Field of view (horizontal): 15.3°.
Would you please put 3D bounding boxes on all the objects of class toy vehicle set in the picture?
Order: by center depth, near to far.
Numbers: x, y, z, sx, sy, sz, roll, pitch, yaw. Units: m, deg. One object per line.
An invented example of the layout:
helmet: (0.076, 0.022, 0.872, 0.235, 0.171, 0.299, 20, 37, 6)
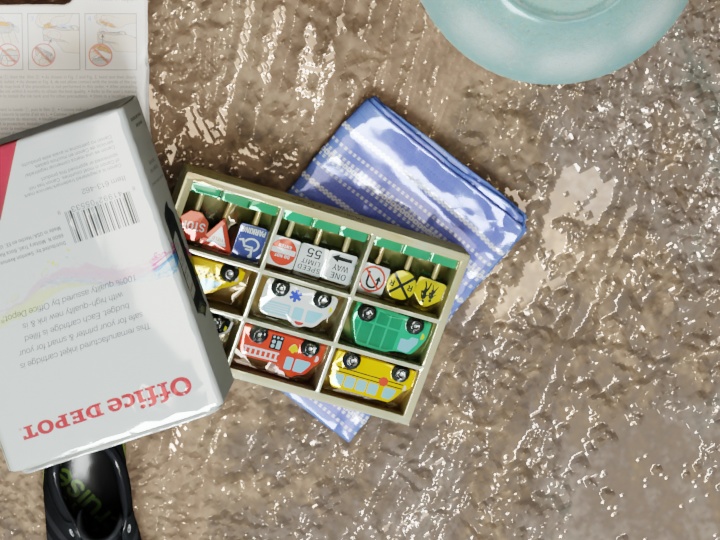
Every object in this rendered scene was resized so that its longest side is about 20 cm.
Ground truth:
toy vehicle set: (-0.042, 0.016, 1.763, 0.200, 0.027, 0.124, 16, 102, -14)

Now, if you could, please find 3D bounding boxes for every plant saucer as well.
plant saucer: (0.132, -0.218, 1.750, 0.201, 0.039, 0.201, -1, 104, -5)

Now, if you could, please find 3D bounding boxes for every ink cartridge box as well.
ink cartridge box: (-0.181, 0.009, 1.689, 0.146, 0.083, 0.200, -17, 98, 5)
ink cartridge box: (-0.216, -0.106, 1.742, 0.161, 0.050, 0.200, 0, 100, -5)

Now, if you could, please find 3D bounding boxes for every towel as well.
towel: (0.000, 0.000, 1.796, 0.145, 0.024, 0.200, 38, 97, -11)

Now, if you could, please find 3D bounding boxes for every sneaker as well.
sneaker: (-0.181, 0.181, 1.790, 0.072, 0.083, 0.200, -11, 104, -2)
